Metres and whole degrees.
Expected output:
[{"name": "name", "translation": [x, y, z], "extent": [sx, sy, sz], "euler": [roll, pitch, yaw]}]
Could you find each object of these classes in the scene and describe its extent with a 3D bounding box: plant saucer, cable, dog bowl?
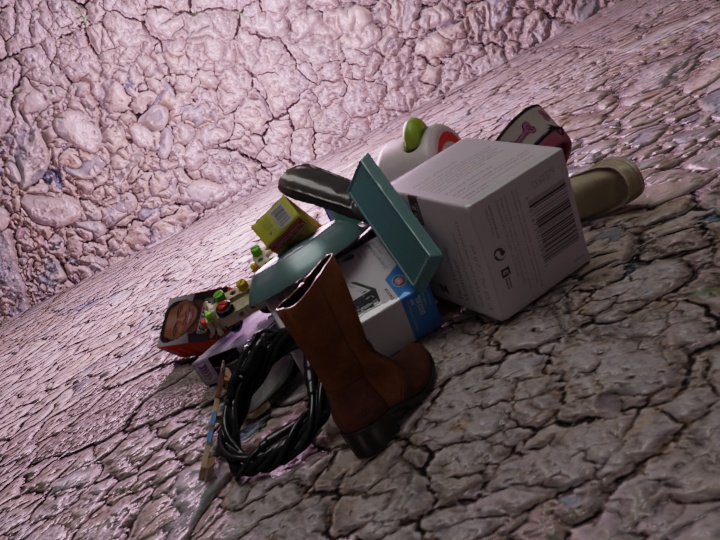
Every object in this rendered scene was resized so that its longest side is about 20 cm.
[{"name": "plant saucer", "translation": [0.039, -0.064, 1.106], "extent": [0.019, 0.201, 0.070], "euler": [-9, -39, -34]}, {"name": "cable", "translation": [-0.101, 0.163, 1.023], "extent": [0.162, 0.051, 0.202], "euler": [7, 66, 36]}, {"name": "plant saucer", "translation": [-0.085, -0.019, 1.204], "extent": [0.199, 0.036, 0.200], "euler": [-34, 7, 5]}, {"name": "dog bowl", "translation": [0.252, -0.151, 1.310], "extent": [0.200, 0.074, 0.201], "euler": [-45, -22, -23]}]

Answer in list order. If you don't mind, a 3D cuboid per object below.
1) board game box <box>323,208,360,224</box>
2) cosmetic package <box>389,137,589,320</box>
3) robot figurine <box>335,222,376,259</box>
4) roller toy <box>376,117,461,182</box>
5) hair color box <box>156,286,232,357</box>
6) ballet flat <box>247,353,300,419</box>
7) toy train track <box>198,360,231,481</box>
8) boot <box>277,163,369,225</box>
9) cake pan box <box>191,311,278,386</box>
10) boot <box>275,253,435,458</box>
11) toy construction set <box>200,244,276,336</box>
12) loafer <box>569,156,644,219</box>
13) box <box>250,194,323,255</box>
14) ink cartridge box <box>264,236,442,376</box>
[{"name": "board game box", "translation": [-0.015, -0.065, 1.505], "extent": [0.045, 0.153, 0.200], "euler": [-27, 16, -3]}, {"name": "cosmetic package", "translation": [0.163, -0.063, 1.117], "extent": [0.164, 0.166, 0.199], "euler": [-31, 25, -22]}, {"name": "robot figurine", "translation": [-0.002, 0.000, 1.324], "extent": [0.149, 0.126, 0.200], "euler": [-13, 22, 43]}, {"name": "roller toy", "translation": [0.118, -0.158, 1.530], "extent": [0.138, 0.203, 0.182], "euler": [-17, -17, 32]}, {"name": "hair color box", "translation": [-0.284, 0.096, 1.529], "extent": [0.199, 0.061, 0.103], "euler": [-13, 59, 45]}, {"name": "ballet flat", "translation": [-0.111, 0.146, 1.216], "extent": [0.066, 0.057, 0.200], "euler": [7, 37, 25]}, {"name": "toy train track", "translation": [-0.184, 0.201, 1.120], "extent": [0.032, 0.116, 0.201], "euler": [11, 30, -7]}, {"name": "boot", "translation": [0.002, -0.109, 1.267], "extent": [0.198, 0.074, 0.181], "euler": [15, 11, 35]}, {"name": "cake pan box", "translation": [-0.159, 0.101, 1.371], "extent": [0.183, 0.053, 0.200], "euler": [-26, 12, 42]}, {"name": "boot", "translation": [-0.003, 0.075, 0.946], "extent": [0.068, 0.202, 0.188], "euler": [-12, 21, 43]}, {"name": "toy construction set", "translation": [-0.188, 0.034, 1.372], "extent": [0.200, 0.092, 0.131], "euler": [-41, 36, 6]}, {"name": "loafer", "translation": [0.326, -0.107, 1.228], "extent": [0.068, 0.076, 0.199], "euler": [-37, 9, -28]}, {"name": "box", "translation": [-0.091, -0.048, 1.331], "extent": [0.075, 0.050, 0.200], "euler": [-42, -26, 4]}, {"name": "ink cartridge box", "translation": [-0.011, 0.057, 1.151], "extent": [0.198, 0.084, 0.145], "euler": [-30, 41, -8]}]
